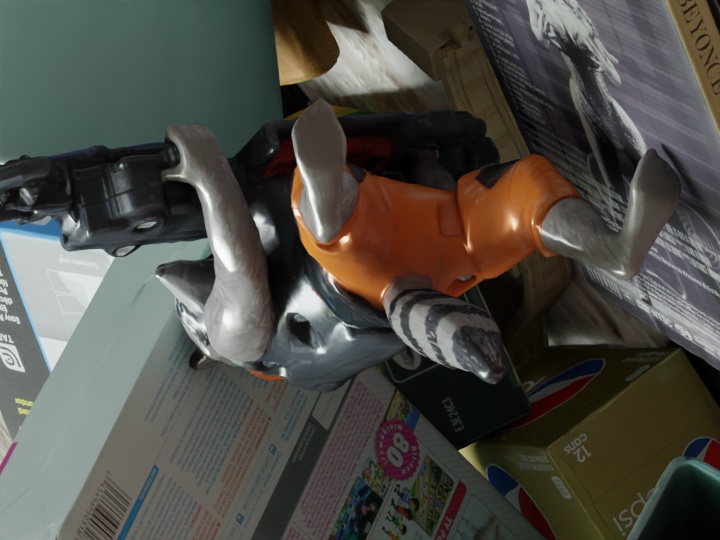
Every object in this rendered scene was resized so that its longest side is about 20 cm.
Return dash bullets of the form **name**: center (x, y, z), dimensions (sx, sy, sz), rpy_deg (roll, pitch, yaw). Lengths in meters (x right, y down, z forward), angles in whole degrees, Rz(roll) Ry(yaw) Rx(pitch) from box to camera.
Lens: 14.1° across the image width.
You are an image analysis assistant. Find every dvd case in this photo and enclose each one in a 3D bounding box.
- **dvd case**: center (0.079, -0.049, 0.880), dimensions (0.149, 0.016, 0.200), rpy_deg (37, 158, 55)

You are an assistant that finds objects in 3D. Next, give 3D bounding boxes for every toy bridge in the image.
- **toy bridge**: center (0.050, -0.025, 1.103), dimensions (0.067, 0.027, 0.200), rpy_deg (44, 161, 34)

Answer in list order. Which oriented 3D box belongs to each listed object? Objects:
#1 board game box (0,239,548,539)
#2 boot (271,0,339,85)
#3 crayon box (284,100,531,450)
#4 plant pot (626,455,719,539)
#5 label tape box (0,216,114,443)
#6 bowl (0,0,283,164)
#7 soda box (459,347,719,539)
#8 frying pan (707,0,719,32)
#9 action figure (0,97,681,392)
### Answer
- **board game box**: center (-0.031, 0.101, 1.031), dimensions (0.064, 0.148, 0.200), rpy_deg (-15, 128, 44)
- **boot**: center (-0.091, -0.142, 1.204), dimensions (0.201, 0.071, 0.144), rpy_deg (24, 146, 57)
- **crayon box**: center (0.000, 0.000, 1.180), dimensions (0.126, 0.052, 0.200), rpy_deg (65, 173, -9)
- **plant pot**: center (0.135, 0.177, 1.012), dimensions (0.141, 0.141, 0.200), rpy_deg (28, 167, 11)
- **label tape box**: center (-0.087, 0.053, 1.233), dimensions (0.143, 0.066, 0.200), rpy_deg (8, 125, 41)
- **bowl**: center (-0.111, -0.089, 1.031), dimensions (0.201, 0.105, 0.201), rpy_deg (14, -177, -1)
- **soda box**: center (0.079, 0.074, 1.149), dimensions (0.064, 0.068, 0.200), rpy_deg (56, 165, -7)
- **frying pan**: center (0.092, -0.055, 0.923), dimensions (0.115, 0.031, 0.190), rpy_deg (34, 151, 56)
- **action figure**: center (-0.023, -0.001, 0.899), dimensions (0.193, 0.200, 0.105), rpy_deg (155, 107, -65)
